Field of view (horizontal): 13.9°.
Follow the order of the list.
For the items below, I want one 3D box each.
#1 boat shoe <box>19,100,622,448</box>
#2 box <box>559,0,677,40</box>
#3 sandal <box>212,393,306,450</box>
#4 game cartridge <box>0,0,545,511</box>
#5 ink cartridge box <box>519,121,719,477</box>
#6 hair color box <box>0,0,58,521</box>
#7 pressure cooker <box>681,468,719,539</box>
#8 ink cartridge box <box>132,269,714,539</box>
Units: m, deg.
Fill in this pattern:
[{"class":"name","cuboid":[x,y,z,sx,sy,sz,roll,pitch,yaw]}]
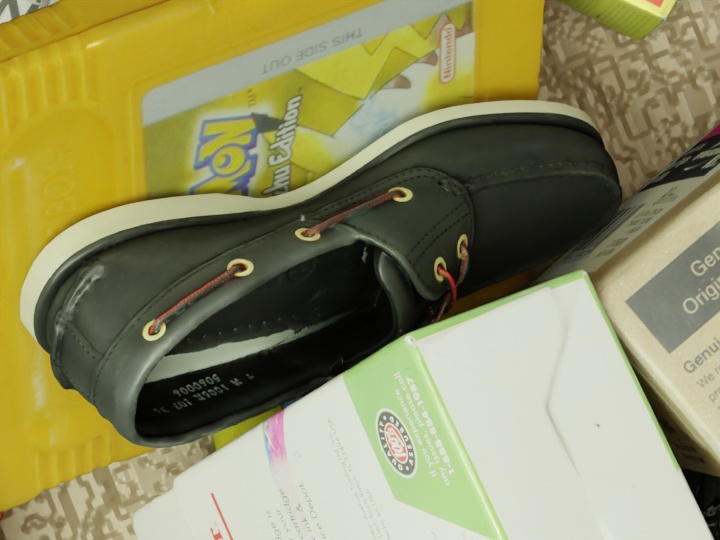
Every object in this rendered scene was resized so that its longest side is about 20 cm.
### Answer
[{"class":"boat shoe","cuboid":[0.000,0.002,0.889,0.201,0.074,0.063,-17,48,-30]},{"class":"box","cuboid":[0.024,-0.154,0.983,0.200,0.050,0.075,28,85,-4]},{"class":"sandal","cuboid":[0.034,0.113,0.965,0.087,0.079,0.200,-32,94,3]},{"class":"game cartridge","cuboid":[-0.034,-0.026,0.903,0.200,0.176,0.032,-24,49,-23]},{"class":"ink cartridge box","cuboid":[0.138,-0.016,0.915,0.165,0.200,0.075,-41,91,-4]},{"class":"hair color box","cuboid":[-0.145,-0.006,0.965,0.101,0.061,0.200,16,90,-4]},{"class":"pressure cooker","cuboid":[0.171,0.128,0.929,0.200,0.176,0.179,10,85,-7]},{"class":"ink cartridge box","cuboid":[0.016,0.088,0.868,0.067,0.200,0.117,-21,84,-32]}]
